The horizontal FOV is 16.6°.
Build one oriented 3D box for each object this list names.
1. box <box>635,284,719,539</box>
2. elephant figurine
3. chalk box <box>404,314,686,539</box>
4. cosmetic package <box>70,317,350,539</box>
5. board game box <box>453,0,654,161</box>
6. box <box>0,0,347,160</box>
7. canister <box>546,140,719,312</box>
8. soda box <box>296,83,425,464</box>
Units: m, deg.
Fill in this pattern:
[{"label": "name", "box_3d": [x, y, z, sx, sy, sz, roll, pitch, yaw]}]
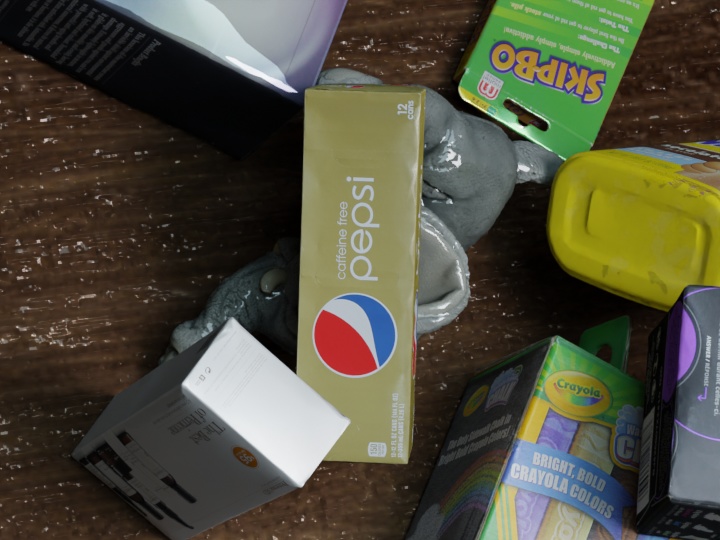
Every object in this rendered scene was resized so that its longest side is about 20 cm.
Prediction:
[{"label": "box", "box_3d": [0.258, 0.088, 1.337, 0.199, 0.106, 0.123, 7, 74, -1]}, {"label": "elephant figurine", "box_3d": [0.002, -0.003, 1.424, 0.141, 0.155, 0.200, 32, 72, -59]}, {"label": "chalk box", "box_3d": [0.119, 0.123, 1.426, 0.124, 0.124, 0.200, 29, 69, -13]}, {"label": "cosmetic package", "box_3d": [-0.084, 0.090, 1.308, 0.083, 0.200, 0.051, 39, 65, -8]}, {"label": "board game box", "box_3d": [0.132, -0.166, 1.559, 0.095, 0.030, 0.200, 30, 64, -12]}, {"label": "box", "box_3d": [-0.101, -0.204, 1.421, 0.198, 0.123, 0.200, 26, 69, -16]}, {"label": "canister", "box_3d": [0.226, -0.029, 1.464, 0.200, 0.148, 0.087, -7, 111, -45]}, {"label": "soda box", "box_3d": [0.000, 0.000, 1.334, 0.064, 0.068, 0.201, 2, 96, 3]}]
